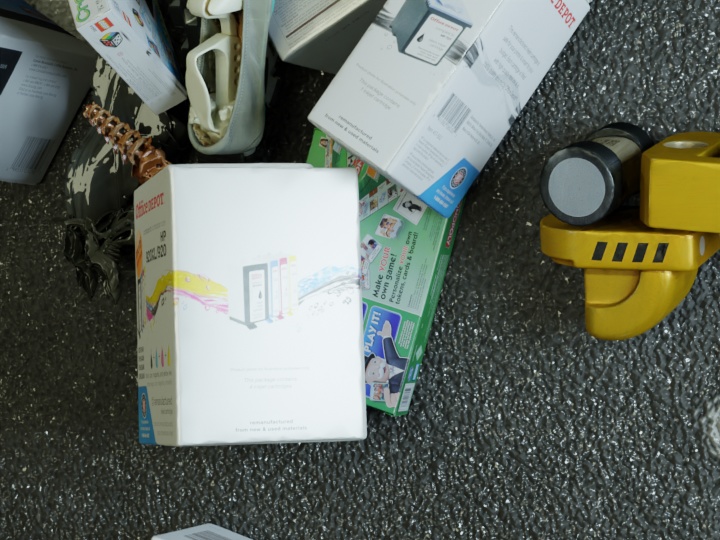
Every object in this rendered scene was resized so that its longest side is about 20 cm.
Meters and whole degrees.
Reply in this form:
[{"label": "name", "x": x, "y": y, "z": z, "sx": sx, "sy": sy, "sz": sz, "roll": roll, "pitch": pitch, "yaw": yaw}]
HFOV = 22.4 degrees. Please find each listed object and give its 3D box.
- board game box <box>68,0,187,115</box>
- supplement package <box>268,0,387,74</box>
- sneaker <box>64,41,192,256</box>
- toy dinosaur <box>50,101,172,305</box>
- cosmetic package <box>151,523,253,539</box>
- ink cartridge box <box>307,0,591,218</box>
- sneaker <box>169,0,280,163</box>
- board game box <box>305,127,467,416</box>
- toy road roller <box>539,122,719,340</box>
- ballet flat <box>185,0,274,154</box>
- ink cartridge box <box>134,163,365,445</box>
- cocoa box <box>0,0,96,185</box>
[{"label": "board game box", "x": -0.203, "y": -0.235, "z": 1.464, "sx": 0.034, "sy": 0.126, "sz": 0.201, "roll": -28, "pitch": 54, "yaw": 10}, {"label": "supplement package", "x": -0.039, "y": -0.273, "z": 1.438, "sx": 0.113, "sy": 0.109, "sz": 0.201, "roll": -31, "pitch": 77, "yaw": 21}, {"label": "sneaker", "x": -0.187, "y": -0.101, "z": 1.522, "sx": 0.090, "sy": 0.076, "sz": 0.201, "roll": 13, "pitch": 95, "yaw": 19}, {"label": "toy dinosaur", "x": -0.172, "y": -0.037, "z": 1.482, "sx": 0.135, "sy": 0.102, "sz": 0.200, "roll": -32, "pitch": 81, "yaw": -18}, {"label": "cosmetic package", "x": -0.141, "y": 0.315, "z": 1.473, "sx": 0.071, "sy": 0.101, "sz": 0.201, "roll": 17, "pitch": 96, "yaw": 22}, {"label": "ink cartridge box", "x": 0.070, "y": -0.155, "z": 1.350, "sx": 0.086, "sy": 0.146, "sz": 0.201, "roll": 34, "pitch": 91, "yaw": 24}, {"label": "sneaker", "x": -0.094, "y": -0.156, "z": 1.483, "sx": 0.074, "sy": 0.088, "sz": 0.201, "roll": 19, "pitch": 122, "yaw": 47}, {"label": "board game box", "x": 0.000, "y": 0.000, "z": 1.458, "sx": 0.134, "sy": 0.029, "sz": 0.201, "roll": 18, "pitch": 96, "yaw": 24}, {"label": "toy road roller", "x": 0.228, "y": -0.026, "z": 1.313, "sx": 0.199, "sy": 0.123, "sz": 0.147, "roll": 3, "pitch": 104, "yaw": 24}, {"label": "ballet flat", "x": -0.102, "y": -0.182, "z": 1.379, "sx": 0.067, "sy": 0.063, "sz": 0.201, "roll": 23, "pitch": 119, "yaw": 43}, {"label": "ink cartridge box", "x": -0.087, "y": 0.027, "z": 1.365, "sx": 0.144, "sy": 0.147, "sz": 0.201, "roll": -1, "pitch": 86, "yaw": -18}, {"label": "cocoa box", "x": -0.339, "y": -0.166, "z": 1.519, "sx": 0.131, "sy": 0.200, "sz": 0.134, "roll": 35, "pitch": 103, "yaw": 21}]
